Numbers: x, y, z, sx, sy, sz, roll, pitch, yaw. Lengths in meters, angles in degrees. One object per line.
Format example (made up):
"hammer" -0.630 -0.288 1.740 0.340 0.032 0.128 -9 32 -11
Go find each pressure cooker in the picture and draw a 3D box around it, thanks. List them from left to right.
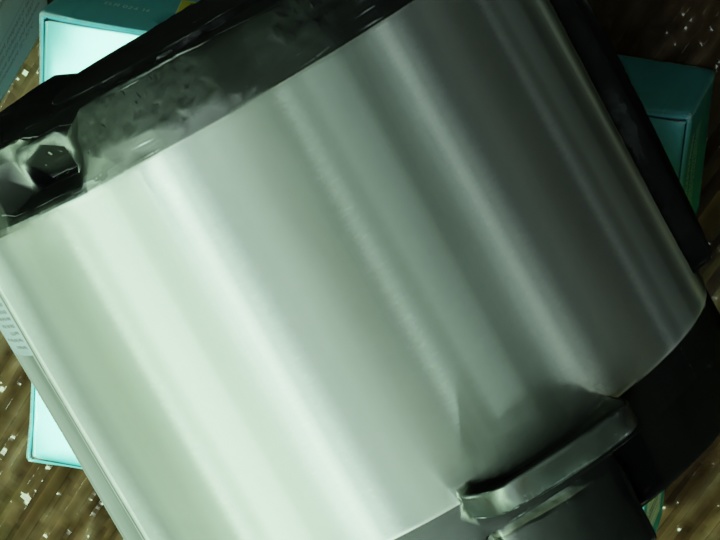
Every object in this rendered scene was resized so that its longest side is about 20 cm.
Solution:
"pressure cooker" 0.002 0.018 0.803 0.178 0.176 0.200 -25 99 28

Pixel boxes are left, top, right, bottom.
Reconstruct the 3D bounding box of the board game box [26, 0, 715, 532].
"board game box" 0.000 0.000 0.920 0.199 0.047 0.152 10 114 13

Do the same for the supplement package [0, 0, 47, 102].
"supplement package" -0.167 -0.124 0.848 0.116 0.118 0.200 13 136 12
